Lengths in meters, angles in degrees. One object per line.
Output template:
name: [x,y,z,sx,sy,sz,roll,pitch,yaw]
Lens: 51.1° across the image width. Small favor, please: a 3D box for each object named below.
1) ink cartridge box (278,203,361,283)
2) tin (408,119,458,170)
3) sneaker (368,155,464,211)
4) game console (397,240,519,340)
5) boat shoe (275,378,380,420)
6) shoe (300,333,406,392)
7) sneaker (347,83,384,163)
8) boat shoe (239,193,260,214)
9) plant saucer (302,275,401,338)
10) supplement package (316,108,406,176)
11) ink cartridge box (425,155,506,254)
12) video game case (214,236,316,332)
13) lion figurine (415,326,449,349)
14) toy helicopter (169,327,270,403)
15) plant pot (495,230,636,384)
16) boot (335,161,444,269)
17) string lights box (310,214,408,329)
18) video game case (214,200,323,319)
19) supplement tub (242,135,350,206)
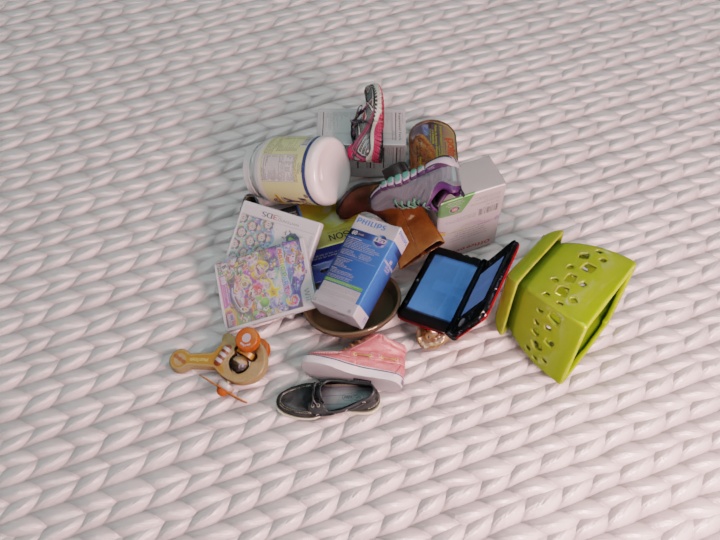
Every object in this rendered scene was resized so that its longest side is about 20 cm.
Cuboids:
ink cartridge box: [-0.082,-0.069,1.588,0.196,0.047,0.201,-16,48,-10]
tin: [0.167,-0.260,1.726,0.111,0.042,0.201,-2,58,4]
sneaker: [0.102,-0.141,1.428,0.199,0.074,0.088,-25,66,30]
game console: [0.186,0.018,1.427,0.118,0.172,0.201,35,56,-5]
boat shoe: [-0.061,0.234,1.397,0.198,0.066,0.075,3,59,3]
shoe: [-0.010,0.167,1.441,0.198,0.072,0.092,11,56,1]
sneaker: [0.014,-0.321,1.609,0.074,0.081,0.201,2,58,4]
boat shoe: [-0.224,-0.073,1.594,0.074,0.062,0.201,-4,58,-3]
plant saucer: [-0.017,0.066,1.494,0.198,0.030,0.201,-5,39,4]
supplement package: [0.003,-0.288,1.700,0.198,0.110,0.114,1,58,1]
ink cartridge box: [0.206,-0.122,1.543,0.144,0.201,0.088,-18,56,-10]
video game case: [-0.189,0.029,1.495,0.199,0.018,0.144,-16,75,13]
lion figurine: [0.150,0.066,1.510,0.122,0.073,0.201,-21,45,3]
toy helicopter: [-0.273,0.184,1.441,0.198,0.079,0.133,-1,66,12]
plant pot: [0.375,0.056,1.428,0.181,0.200,0.200,34,58,24]
boot: [0.056,-0.092,1.529,0.187,0.068,0.201,-27,70,14]
string lights box: [0.000,0.000,1.441,0.102,0.059,0.201,19,70,30]
video game case: [-0.187,-0.024,1.526,0.181,0.024,0.201,17,88,17]
supplement tub: [-0.137,-0.213,1.606,0.199,0.145,0.146,6,54,33]
